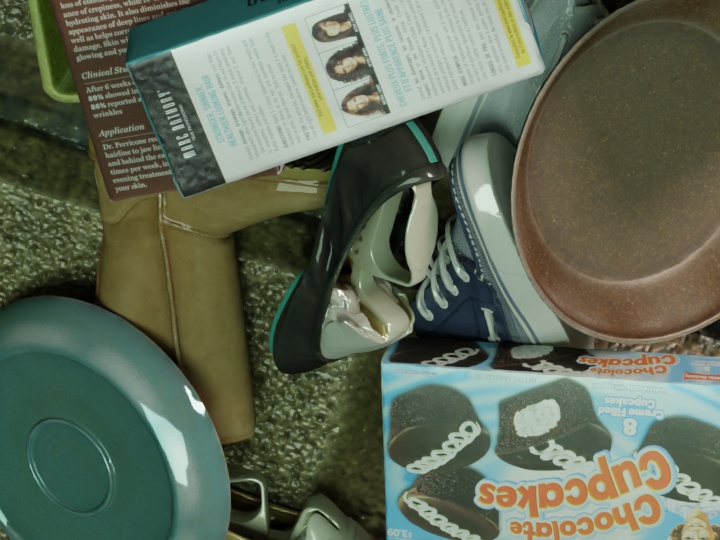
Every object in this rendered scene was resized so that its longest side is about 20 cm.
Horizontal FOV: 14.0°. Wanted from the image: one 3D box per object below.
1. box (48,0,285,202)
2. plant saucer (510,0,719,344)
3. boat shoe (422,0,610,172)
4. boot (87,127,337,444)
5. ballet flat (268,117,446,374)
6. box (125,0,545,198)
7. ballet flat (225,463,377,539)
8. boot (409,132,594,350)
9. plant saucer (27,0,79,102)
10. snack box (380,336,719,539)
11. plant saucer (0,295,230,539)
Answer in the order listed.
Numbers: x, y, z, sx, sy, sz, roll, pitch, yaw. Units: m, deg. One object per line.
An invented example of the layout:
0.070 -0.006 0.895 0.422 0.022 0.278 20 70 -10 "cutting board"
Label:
-0.108 -0.145 1.551 0.100 0.075 0.201 -8 119 11 "box"
0.160 -0.060 1.587 0.200 0.037 0.201 -10 113 -25 "plant saucer"
0.097 -0.132 1.589 0.071 0.070 0.201 17 125 -13 "boat shoe"
-0.075 0.008 1.694 0.174 0.066 0.201 8 120 19 "boot"
0.000 0.000 1.608 0.068 0.068 0.201 42 137 24 "ballet flat"
-0.013 -0.112 1.496 0.199 0.049 0.083 -18 117 7 "box"
-0.052 0.158 1.769 0.199 0.069 0.063 16 112 -1 "ballet flat"
0.062 0.002 1.632 0.090 0.073 0.200 -9 140 17 "boot"
-0.087 -0.195 1.589 0.199 0.048 0.201 -2 118 10 "plant saucer"
0.113 0.101 1.641 0.199 0.037 0.117 3 117 10 "snack box"
-0.166 0.112 1.738 0.199 0.027 0.201 16 122 27 "plant saucer"
